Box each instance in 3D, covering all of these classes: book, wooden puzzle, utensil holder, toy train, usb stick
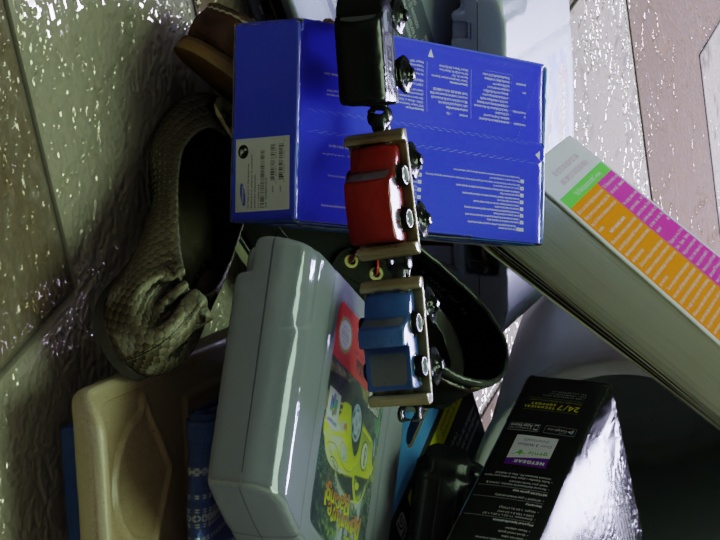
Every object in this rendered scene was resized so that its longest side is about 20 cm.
[{"bbox_3d":[0.169,0.011,1.427,0.048,0.200,0.134,-53,174,24],"label":"book"},{"bbox_3d":[-0.097,0.130,1.238,0.200,0.046,0.186,-28,117,-69],"label":"wooden puzzle"},{"bbox_3d":[0.158,0.087,1.534,0.200,0.169,0.171,-71,154,-65],"label":"utensil holder"},{"bbox_3d":[0.011,-0.031,1.198,0.046,0.034,0.201,-5,90,-72],"label":"toy train"},{"bbox_3d":[0.030,0.189,1.319,0.055,0.032,0.201,-72,169,-82],"label":"usb stick"}]

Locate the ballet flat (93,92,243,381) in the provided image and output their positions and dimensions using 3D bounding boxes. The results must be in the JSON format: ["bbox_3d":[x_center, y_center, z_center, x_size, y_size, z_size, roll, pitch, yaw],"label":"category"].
[{"bbox_3d":[-0.076,-0.022,1.228,0.067,0.046,0.200,52,29,-22],"label":"ballet flat"}]

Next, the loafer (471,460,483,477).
[{"bbox_3d":[0.059,0.201,1.403,0.068,0.070,0.202,50,43,-70],"label":"loafer"}]

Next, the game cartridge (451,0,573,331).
[{"bbox_3d":[0.088,-0.074,1.502,0.133,0.041,0.201,-33,125,-60],"label":"game cartridge"}]

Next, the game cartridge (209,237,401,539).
[{"bbox_3d":[-0.021,0.078,1.238,0.200,0.041,0.134,49,50,-67],"label":"game cartridge"}]

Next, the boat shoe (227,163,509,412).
[{"bbox_3d":[0.001,-0.002,1.366,0.201,0.063,0.074,44,46,-30],"label":"boat shoe"}]

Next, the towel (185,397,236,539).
[{"bbox_3d":[-0.050,0.151,1.269,0.145,0.024,0.201,-27,116,-71],"label":"towel"}]

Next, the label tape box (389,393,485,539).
[{"bbox_3d":[0.025,0.137,1.496,0.145,0.063,0.201,-63,145,-46],"label":"label tape box"}]

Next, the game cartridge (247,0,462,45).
[{"bbox_3d":[0.001,-0.150,1.407,0.133,0.041,0.201,-45,136,-27],"label":"game cartridge"}]

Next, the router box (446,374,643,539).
[{"bbox_3d":[0.100,0.177,1.339,0.149,0.051,0.201,-59,144,-45],"label":"router box"}]

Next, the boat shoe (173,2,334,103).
[{"bbox_3d":[-0.019,-0.091,1.330,0.071,0.070,0.200,-57,144,-2],"label":"boat shoe"}]

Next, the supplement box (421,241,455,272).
[{"bbox_3d":[0.053,-0.094,1.551,0.109,0.061,0.201,22,70,-66],"label":"supplement box"}]

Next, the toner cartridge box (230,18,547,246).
[{"bbox_3d":[0.017,-0.064,1.283,0.199,0.043,0.096,5,87,-51],"label":"toner cartridge box"}]
